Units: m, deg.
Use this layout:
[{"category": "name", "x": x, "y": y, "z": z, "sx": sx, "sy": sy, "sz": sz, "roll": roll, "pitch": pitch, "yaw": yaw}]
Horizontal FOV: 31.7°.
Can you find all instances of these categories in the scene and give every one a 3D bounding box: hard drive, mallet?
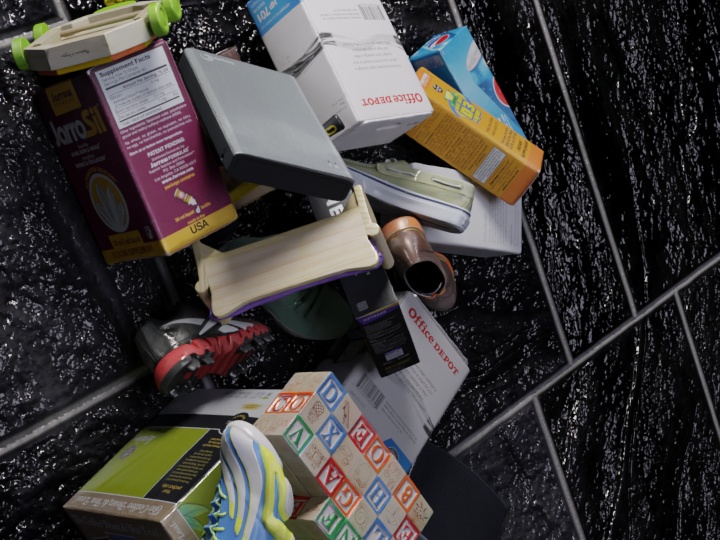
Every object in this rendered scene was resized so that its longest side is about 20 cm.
[{"category": "hard drive", "x": -0.102, "y": -0.153, "z": 1.317, "sx": 0.139, "sy": 0.200, "sz": 0.033, "roll": 10, "pitch": 124, "yaw": -33}, {"category": "hard drive", "x": 0.106, "y": 0.304, "z": 1.619, "sx": 0.200, "sy": 0.042, "sz": 0.135, "roll": 41, "pitch": 61, "yaw": -30}, {"category": "mallet", "x": -0.098, "y": -0.100, "z": 1.401, "sx": 0.199, "sy": 0.041, "sz": 0.066, "roll": -28, "pitch": 117, "yaw": 5}]

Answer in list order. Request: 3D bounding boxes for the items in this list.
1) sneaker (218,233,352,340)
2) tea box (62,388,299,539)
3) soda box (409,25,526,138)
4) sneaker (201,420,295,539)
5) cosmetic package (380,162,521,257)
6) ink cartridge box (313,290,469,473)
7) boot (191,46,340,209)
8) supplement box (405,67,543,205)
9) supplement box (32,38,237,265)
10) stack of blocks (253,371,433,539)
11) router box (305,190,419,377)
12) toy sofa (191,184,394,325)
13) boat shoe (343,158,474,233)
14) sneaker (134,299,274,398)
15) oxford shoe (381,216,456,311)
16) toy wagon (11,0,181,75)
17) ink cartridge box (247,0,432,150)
[{"category": "sneaker", "x": -0.059, "y": 0.023, "z": 1.458, "sx": 0.200, "sy": 0.118, "sz": 0.074, "roll": 33, "pitch": 64, "yaw": -35}, {"category": "tea box", "x": -0.159, "y": 0.231, "z": 1.297, "sx": 0.197, "sy": 0.199, "sz": 0.134, "roll": -43, "pitch": 113, "yaw": -33}, {"category": "soda box", "x": 0.149, "y": -0.220, "z": 1.696, "sx": 0.068, "sy": 0.064, "sz": 0.201, "roll": -46, "pitch": 115, "yaw": -34}, {"category": "sneaker", "x": -0.114, "y": 0.244, "z": 1.154, "sx": 0.105, "sy": 0.076, "sz": 0.201, "roll": -18, "pitch": 98, "yaw": -39}, {"category": "cosmetic package", "x": 0.119, "y": -0.075, "z": 1.652, "sx": 0.199, "sy": 0.074, "sz": 0.102, "roll": 7, "pitch": 81, "yaw": -38}, {"category": "ink cartridge box", "x": 0.025, "y": 0.146, "z": 1.538, "sx": 0.147, "sy": 0.086, "sz": 0.200, "roll": 51, "pitch": 55, "yaw": -25}, {"category": "boot", "x": -0.112, "y": -0.180, "z": 1.460, "sx": 0.200, "sy": 0.072, "sz": 0.167, "roll": -32, "pitch": 109, "yaw": -33}, {"category": "supplement box", "x": 0.135, "y": -0.172, "z": 1.620, "sx": 0.199, "sy": 0.069, "sz": 0.067, "roll": 32, "pitch": 33, "yaw": -6}, {"category": "supplement box", "x": -0.233, "y": -0.119, "z": 1.315, "sx": 0.103, "sy": 0.131, "sz": 0.201, "roll": -31, "pitch": 104, "yaw": -37}, {"category": "stack of blocks", "x": -0.024, "y": 0.211, "z": 1.244, "sx": 0.115, "sy": 0.058, "sz": 0.200, "roll": -51, "pitch": 118, "yaw": -34}, {"category": "router box", "x": 0.000, "y": 0.000, "z": 1.442, "sx": 0.157, "sy": 0.052, "sz": 0.201, "roll": 68, "pitch": 0, "yaw": -59}, {"category": "toy sofa", "x": -0.068, "y": -0.003, "z": 1.320, "sx": 0.083, "sy": 0.199, "sz": 0.098, "roll": 65, "pitch": 7, "yaw": -62}, {"category": "boat shoe", "x": 0.042, "y": -0.103, "z": 1.541, "sx": 0.199, "sy": 0.072, "sz": 0.062, "roll": 19, "pitch": 77, "yaw": 2}, {"category": "sneaker", "x": -0.172, "y": 0.073, "z": 1.381, "sx": 0.098, "sy": 0.071, "sz": 0.200, "roll": 45, "pitch": 25, "yaw": 17}, {"category": "oxford shoe", "x": 0.079, "y": 0.013, "z": 1.569, "sx": 0.200, "sy": 0.071, "sz": 0.073, "roll": 48, "pitch": 15, "yaw": -55}, {"category": "toy wagon", "x": -0.260, "y": -0.247, "z": 1.293, "sx": 0.200, "sy": 0.154, "sz": 0.040, "roll": -80, "pitch": 157, "yaw": -67}, {"category": "ink cartridge box", "x": -0.023, "y": -0.248, "z": 1.480, "sx": 0.146, "sy": 0.086, "sz": 0.201, "roll": -15, "pitch": 78, "yaw": -50}]
